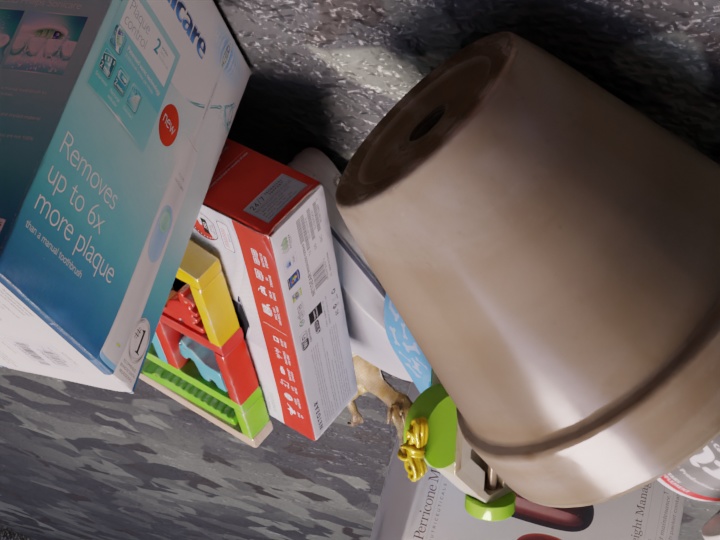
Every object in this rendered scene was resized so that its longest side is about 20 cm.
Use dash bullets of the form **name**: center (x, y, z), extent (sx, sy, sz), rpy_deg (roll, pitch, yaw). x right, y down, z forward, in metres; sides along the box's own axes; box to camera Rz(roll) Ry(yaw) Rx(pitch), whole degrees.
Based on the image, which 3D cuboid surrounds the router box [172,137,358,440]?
- **router box**: center (-0.095, -0.004, 0.762), extent (0.179, 0.049, 0.200), rpy_deg (26, 148, 27)

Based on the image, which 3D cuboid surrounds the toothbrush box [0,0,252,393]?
- **toothbrush box**: center (-0.141, -0.062, 0.602), extent (0.085, 0.200, 0.146), rpy_deg (8, 155, 19)

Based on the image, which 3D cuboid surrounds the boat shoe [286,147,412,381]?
- **boat shoe**: center (0.000, 0.000, 0.805), extent (0.072, 0.066, 0.200), rpy_deg (11, 150, 45)

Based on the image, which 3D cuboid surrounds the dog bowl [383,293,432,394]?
- **dog bowl**: center (0.080, 0.049, 0.809), extent (0.050, 0.112, 0.200), rpy_deg (17, 150, 41)

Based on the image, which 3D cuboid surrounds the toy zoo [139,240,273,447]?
- **toy zoo**: center (-0.127, 0.020, 0.760), extent (0.131, 0.020, 0.200), rpy_deg (26, 148, 28)

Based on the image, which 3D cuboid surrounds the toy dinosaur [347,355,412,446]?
- **toy dinosaur**: center (-0.017, 0.060, 0.962), extent (0.200, 0.058, 0.101), rpy_deg (46, 154, 15)

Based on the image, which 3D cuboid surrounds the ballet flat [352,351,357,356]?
- **ballet flat**: center (-0.029, 0.021, 0.881), extent (0.200, 0.072, 0.068), rpy_deg (22, 166, -15)

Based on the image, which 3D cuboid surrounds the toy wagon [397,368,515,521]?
- **toy wagon**: center (0.089, 0.076, 0.760), extent (0.200, 0.155, 0.040), rpy_deg (-16, -155, -41)

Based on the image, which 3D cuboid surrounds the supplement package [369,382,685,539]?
- **supplement package**: center (0.131, 0.163, 0.947), extent (0.200, 0.191, 0.147), rpy_deg (18, 157, -5)

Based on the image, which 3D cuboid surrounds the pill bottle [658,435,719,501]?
- **pill bottle**: center (0.252, 0.071, 0.748), extent (0.114, 0.114, 0.200), rpy_deg (19, 158, -6)

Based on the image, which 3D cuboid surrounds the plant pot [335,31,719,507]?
- **plant pot**: center (0.088, -0.016, 0.602), extent (0.174, 0.200, 0.200), rpy_deg (44, 149, -17)

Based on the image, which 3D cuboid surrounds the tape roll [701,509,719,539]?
- **tape roll**: center (0.311, 0.131, 0.775), extent (0.037, 0.203, 0.203), rpy_deg (59, 159, 10)
